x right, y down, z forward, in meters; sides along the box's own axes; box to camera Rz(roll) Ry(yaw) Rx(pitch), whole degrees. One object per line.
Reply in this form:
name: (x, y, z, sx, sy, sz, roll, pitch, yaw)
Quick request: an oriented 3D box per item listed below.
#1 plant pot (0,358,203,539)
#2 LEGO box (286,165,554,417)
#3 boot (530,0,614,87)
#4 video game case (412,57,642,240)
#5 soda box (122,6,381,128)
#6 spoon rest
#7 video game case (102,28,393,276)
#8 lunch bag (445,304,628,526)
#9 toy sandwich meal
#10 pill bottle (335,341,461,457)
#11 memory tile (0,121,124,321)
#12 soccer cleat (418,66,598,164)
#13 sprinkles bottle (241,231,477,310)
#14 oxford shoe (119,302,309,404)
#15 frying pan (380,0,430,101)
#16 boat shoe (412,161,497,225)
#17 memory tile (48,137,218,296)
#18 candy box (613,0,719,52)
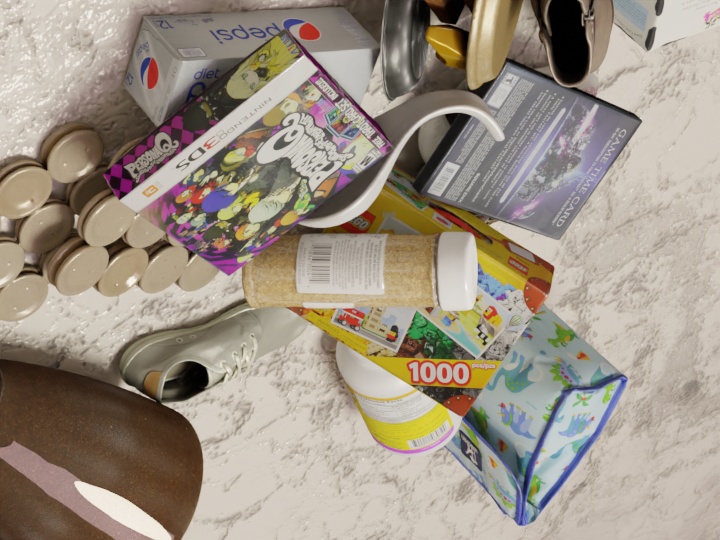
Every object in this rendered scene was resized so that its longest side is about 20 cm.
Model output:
plant pot: (-0.267, 0.156, 1.533, 0.187, 0.187, 0.200, -45, 132, 5)
LEGO box: (0.052, 0.013, 1.650, 0.149, 0.200, 0.077, -58, -178, 22)
boot: (0.177, -0.206, 1.533, 0.070, 0.146, 0.200, -11, 133, 13)
video game case: (0.155, -0.108, 1.656, 0.200, 0.019, 0.143, 15, 115, -44)
soda box: (-0.084, -0.162, 1.441, 0.200, 0.063, 0.068, -9, 135, -39)
spoon rest: (0.020, -0.100, 1.547, 0.200, 0.099, 0.061, -26, 131, 0)
video game case: (-0.084, -0.088, 1.442, 0.181, 0.036, 0.200, -37, 153, 6)
lunch bag: (0.159, 0.146, 1.925, 0.127, 0.170, 0.200, -10, 134, -40)
toy sandwich meal: (0.094, -0.245, 1.496, 0.205, 0.070, 0.205, 14, 90, -80)
pill bottle: (0.036, 0.099, 1.812, 0.104, 0.104, 0.200, -36, 145, -9)
memory tile: (-0.273, -0.022, 1.449, 0.200, 0.017, 0.153, -37, 146, -8)
soccer cleat: (0.139, -0.156, 1.666, 0.200, 0.070, 0.086, -29, 134, -23)
sprinkles bottle: (0.000, 0.000, 1.576, 0.200, 0.068, 0.068, 0, 144, 10)
oxford shoe: (-0.126, 0.077, 1.670, 0.200, 0.058, 0.075, -17, 136, -35)
frying pan: (0.039, -0.233, 1.491, 0.115, 0.031, 0.190, -42, 137, -72)
boat shoe: (0.125, -0.078, 1.746, 0.202, 0.075, 0.075, -6, 145, -32)
memory tile: (-0.160, -0.043, 1.499, 0.200, 0.017, 0.153, -2, 128, -55)
candy box: (0.324, -0.319, 1.667, 0.168, 0.072, 0.200, -22, 140, -28)
